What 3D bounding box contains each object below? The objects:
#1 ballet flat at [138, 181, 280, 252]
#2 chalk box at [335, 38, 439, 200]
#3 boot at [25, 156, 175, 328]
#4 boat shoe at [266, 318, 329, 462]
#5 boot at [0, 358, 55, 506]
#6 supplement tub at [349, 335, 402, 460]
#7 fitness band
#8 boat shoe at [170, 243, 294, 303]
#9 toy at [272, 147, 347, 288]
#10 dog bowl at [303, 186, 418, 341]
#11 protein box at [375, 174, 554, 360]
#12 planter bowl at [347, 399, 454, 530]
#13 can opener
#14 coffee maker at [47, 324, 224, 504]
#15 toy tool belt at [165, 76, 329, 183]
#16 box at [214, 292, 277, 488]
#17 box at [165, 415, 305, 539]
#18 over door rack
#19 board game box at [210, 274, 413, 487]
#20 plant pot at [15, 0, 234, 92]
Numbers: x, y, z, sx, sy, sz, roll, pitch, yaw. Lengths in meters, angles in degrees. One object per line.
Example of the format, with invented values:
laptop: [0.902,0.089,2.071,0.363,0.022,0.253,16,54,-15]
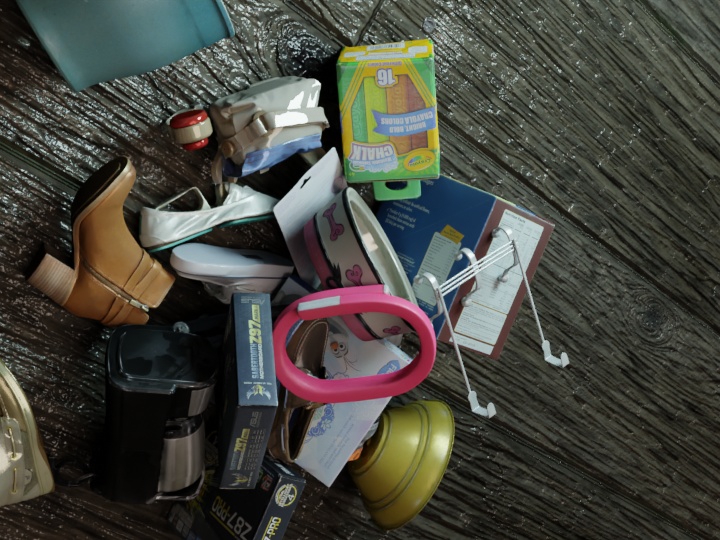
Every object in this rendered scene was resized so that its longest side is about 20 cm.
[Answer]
ballet flat: [-0.186,-0.077,1.553,0.199,0.069,0.070,-17,115,-28]
chalk box: [0.039,-0.183,1.598,0.124,0.124,0.201,-4,110,5]
boot: [-0.282,-0.026,1.473,0.154,0.074,0.200,31,109,-26]
boat shoe: [-0.071,0.147,1.558,0.072,0.072,0.201,-4,117,-50]
boot: [-0.458,0.206,1.456,0.154,0.072,0.201,-23,118,-23]
supplement tub: [-0.021,0.150,1.702,0.122,0.122,0.201,8,100,-36]
fitness band: [-0.010,0.089,1.468,0.199,0.037,0.144,-7,121,7]
boat shoe: [-0.163,0.011,1.574,0.199,0.073,0.066,7,109,-47]
toy: [-0.064,-0.067,1.615,0.115,0.047,0.200,-48,147,-19]
dog bowl: [0.000,0.000,1.547,0.073,0.201,0.200,-27,124,10]
protein box: [0.118,-0.017,1.686,0.135,0.198,0.201,21,94,-44]
planter bowl: [0.039,0.257,1.749,0.083,0.200,0.201,30,88,-22]
can opener: [-0.168,0.079,1.583,0.199,0.064,0.079,-18,161,2]
coffee maker: [-0.271,0.179,1.501,0.191,0.135,0.201,-12,132,-29]
toy tool belt: [-0.130,-0.156,1.521,0.199,0.125,0.124,-24,112,-29]
box: [-0.140,0.147,1.489,0.051,0.158,0.200,1,143,-13]
box: [-0.164,0.300,1.607,0.049,0.200,0.162,19,96,-37]
over door rack: [0.158,0.064,1.560,0.147,0.067,0.201,-31,104,-27]
board game box: [-0.064,0.144,1.623,0.199,0.043,0.200,36,100,5]
plant pot: [-0.267,-0.296,1.348,0.187,0.200,0.201,-32,123,-4]
